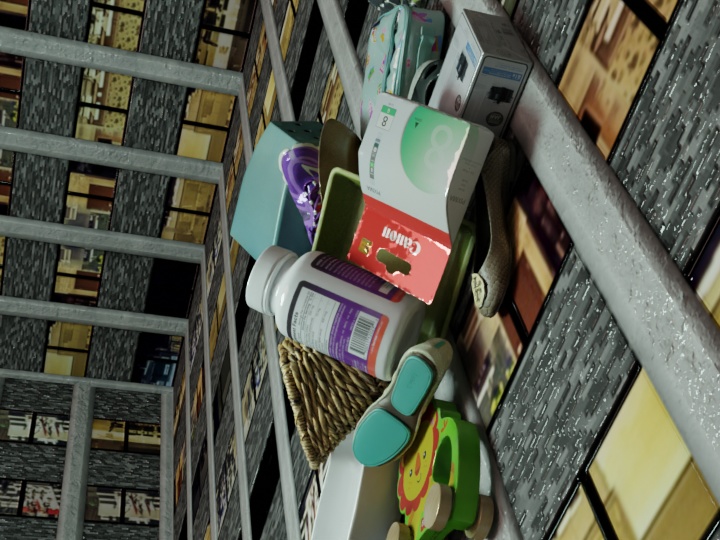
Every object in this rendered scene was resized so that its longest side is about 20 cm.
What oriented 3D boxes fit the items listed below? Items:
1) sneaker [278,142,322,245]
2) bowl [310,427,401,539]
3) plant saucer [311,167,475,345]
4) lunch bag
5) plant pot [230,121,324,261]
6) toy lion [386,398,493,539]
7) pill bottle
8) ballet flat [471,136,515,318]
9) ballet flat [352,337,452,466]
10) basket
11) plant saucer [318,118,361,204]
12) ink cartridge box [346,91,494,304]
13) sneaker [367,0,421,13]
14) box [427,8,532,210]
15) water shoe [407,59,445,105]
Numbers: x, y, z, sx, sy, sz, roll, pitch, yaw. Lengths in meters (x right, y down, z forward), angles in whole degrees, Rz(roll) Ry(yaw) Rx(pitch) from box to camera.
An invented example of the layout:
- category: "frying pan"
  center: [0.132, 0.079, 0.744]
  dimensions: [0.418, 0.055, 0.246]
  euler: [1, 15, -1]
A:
- category: "sneaker"
  center: [-0.056, -0.092, 1.508]
  dimensions: [0.084, 0.080, 0.201]
  euler: [-99, -13, -59]
- category: "bowl"
  center: [0.000, 0.310, 1.343]
  dimensions: [0.200, 0.074, 0.201]
  euler: [142, 144, -72]
- category: "plant saucer"
  center: [0.038, -0.007, 1.286]
  dimensions: [0.048, 0.199, 0.201]
  euler: [-32, -39, -59]
- category: "lunch bag"
  center: [0.056, -0.272, 1.466]
  dimensions: [0.160, 0.076, 0.202]
  euler: [-172, 88, -75]
- category: "plant pot"
  center: [-0.098, -0.122, 1.617]
  dimensions: [0.141, 0.140, 0.201]
  euler: [41, 128, 46]
- category: "toy lion"
  center: [0.085, 0.226, 1.170]
  dimensions: [0.200, 0.068, 0.193]
  euler: [121, 160, -54]
- category: "pill bottle"
  center: [-0.032, 0.043, 1.241]
  dimensions: [0.112, 0.199, 0.112]
  euler: [-55, -21, -33]
- category: "ballet flat"
  center: [0.136, -0.049, 1.130]
  dimensions: [0.067, 0.046, 0.202]
  euler: [153, 124, -70]
- category: "ballet flat"
  center: [0.054, 0.155, 1.212]
  dimensions: [0.062, 0.067, 0.200]
  euler: [-35, -19, -50]
- category: "basket"
  center: [-0.064, 0.155, 1.375]
  dimensions: [0.149, 0.143, 0.200]
  euler: [-48, 1, -3]
- category: "plant saucer"
  center: [-0.015, -0.120, 1.505]
  dimensions: [0.200, 0.035, 0.202]
  euler: [-5, -90, -76]
- category: "ink cartridge box"
  center: [0.050, -0.085, 1.167]
  dimensions: [0.161, 0.050, 0.201]
  euler: [29, 100, 47]
- category: "sneaker"
  center: [0.074, -0.432, 1.540]
  dimensions: [0.080, 0.077, 0.200]
  euler: [-66, 15, -19]
- category: "box"
  center: [0.124, -0.185, 1.215]
  dimensions: [0.117, 0.060, 0.201]
  euler: [-101, 24, -50]
- category: "water shoe"
  center: [0.082, -0.171, 1.339]
  dimensions: [0.079, 0.071, 0.202]
  euler: [-146, 64, -70]
